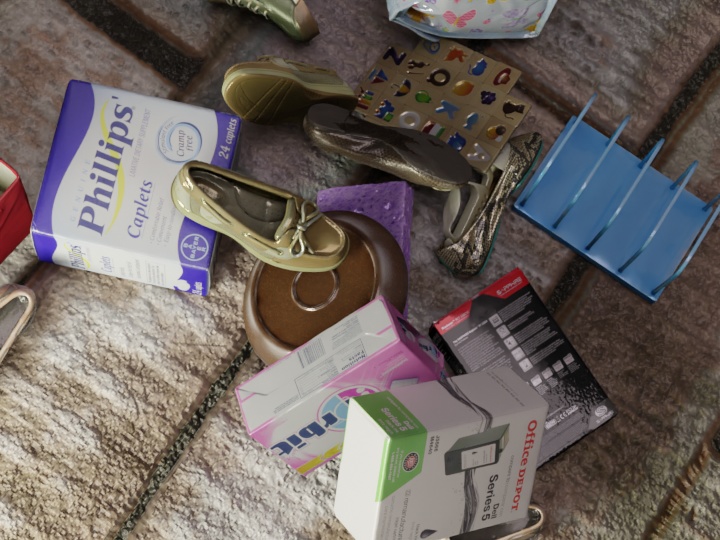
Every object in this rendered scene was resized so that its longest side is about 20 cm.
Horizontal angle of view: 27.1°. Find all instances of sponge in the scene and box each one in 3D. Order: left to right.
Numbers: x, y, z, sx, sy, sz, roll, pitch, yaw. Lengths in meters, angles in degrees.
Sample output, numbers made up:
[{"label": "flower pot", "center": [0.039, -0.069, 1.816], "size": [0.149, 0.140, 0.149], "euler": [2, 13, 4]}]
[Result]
[{"label": "sponge", "center": [0.000, 0.000, 1.662], "size": [0.111, 0.030, 0.201], "euler": [-5, 68, 21]}]

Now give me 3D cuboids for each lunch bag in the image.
[{"label": "lunch bag", "center": [0.115, -0.365, 1.749], "size": [0.199, 0.127, 0.171], "euler": [-4, 66, -17]}]

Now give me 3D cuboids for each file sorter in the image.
[{"label": "file sorter", "center": [0.301, -0.087, 1.704], "size": [0.199, 0.123, 0.139], "euler": [34, 74, 4]}]

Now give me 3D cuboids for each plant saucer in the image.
[{"label": "plant saucer", "center": [-0.045, 0.021, 1.638], "size": [0.199, 0.032, 0.201], "euler": [-9, 65, 20]}]

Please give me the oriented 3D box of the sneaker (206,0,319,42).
[{"label": "sneaker", "center": [-0.138, -0.333, 1.756], "size": [0.090, 0.067, 0.201], "euler": [-35, 81, -6]}]

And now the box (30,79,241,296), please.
[{"label": "box", "center": [-0.245, -0.091, 1.655], "size": [0.199, 0.105, 0.185], "euler": [12, 74, -2]}]

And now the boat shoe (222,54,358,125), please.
[{"label": "boat shoe", "center": [-0.085, -0.208, 1.677], "size": [0.200, 0.073, 0.063], "euler": [0, 52, -48]}]

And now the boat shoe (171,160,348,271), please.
[{"label": "boat shoe", "center": [-0.102, -0.059, 1.577], "size": [0.200, 0.063, 0.074], "euler": [27, 71, -10]}]

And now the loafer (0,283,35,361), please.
[{"label": "loafer", "center": [-0.419, 0.095, 1.594], "size": [0.072, 0.063, 0.200], "euler": [39, 73, -14]}]

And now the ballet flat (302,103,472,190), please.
[{"label": "ballet flat", "center": [0.028, -0.132, 1.677], "size": [0.199, 0.047, 0.068], "euler": [19, 43, 3]}]

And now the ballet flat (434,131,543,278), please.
[{"label": "ballet flat", "center": [0.142, -0.090, 1.711], "size": [0.075, 0.068, 0.201], "euler": [33, 75, -22]}]

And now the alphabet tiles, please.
[{"label": "alphabet tiles", "center": [0.088, -0.191, 1.732], "size": [0.199, 0.006, 0.167], "euler": [28, 73, 24]}]

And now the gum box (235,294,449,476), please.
[{"label": "gum box", "center": [-0.015, 0.120, 1.557], "size": [0.199, 0.114, 0.066], "euler": [-33, 48, 12]}]

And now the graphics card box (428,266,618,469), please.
[{"label": "graphics card box", "center": [0.181, 0.114, 1.674], "size": [0.125, 0.051, 0.200], "euler": [-32, 80, -14]}]

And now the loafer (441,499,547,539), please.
[{"label": "loafer", "center": [0.105, 0.280, 1.614], "size": [0.199, 0.063, 0.072], "euler": [-12, 77, -9]}]

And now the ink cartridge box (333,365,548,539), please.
[{"label": "ink cartridge box", "center": [0.084, 0.193, 1.537], "size": [0.199, 0.146, 0.084], "euler": [-9, 31, -30]}]

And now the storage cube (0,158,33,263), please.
[{"label": "storage cube", "center": [-0.469, -0.060, 1.584], "size": [0.200, 0.180, 0.171], "euler": [36, 74, 3]}]
